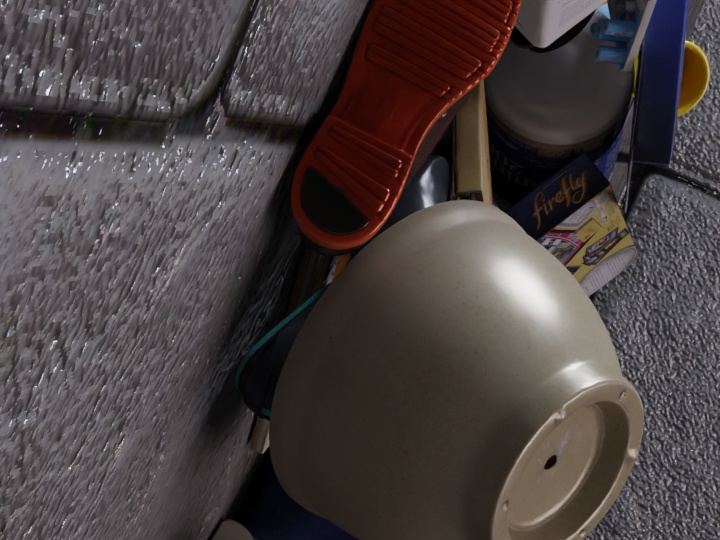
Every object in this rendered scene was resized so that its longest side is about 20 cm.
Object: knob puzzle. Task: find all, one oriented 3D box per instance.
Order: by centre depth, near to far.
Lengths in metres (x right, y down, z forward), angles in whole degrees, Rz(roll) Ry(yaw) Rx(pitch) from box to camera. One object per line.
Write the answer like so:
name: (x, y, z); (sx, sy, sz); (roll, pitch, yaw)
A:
knob puzzle: (0.000, 0.000, 1.376); (0.220, 0.030, 0.221); (24, 90, -81)

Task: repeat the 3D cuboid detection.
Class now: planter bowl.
planter bowl: (0.068, 0.080, 1.198); (0.200, 0.135, 0.201); (-29, 136, -32)

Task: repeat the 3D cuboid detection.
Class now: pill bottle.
pill bottle: (0.139, -0.107, 1.632); (0.111, 0.110, 0.200); (-62, 170, -19)

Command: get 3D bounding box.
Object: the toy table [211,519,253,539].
toy table: (-0.071, 0.240, 1.312); (0.184, 0.117, 0.201); (-54, 166, -51)

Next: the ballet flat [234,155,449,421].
ballet flat: (0.010, 0.018, 1.262); (0.200, 0.073, 0.073); (-49, 164, -27)

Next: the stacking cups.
stacking cups: (0.194, -0.174, 1.675); (0.061, 0.060, 0.200); (-68, -154, 14)

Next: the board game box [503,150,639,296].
board game box: (0.135, -0.007, 1.629); (0.135, 0.035, 0.200); (-38, 160, 1)

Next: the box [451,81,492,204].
box: (0.074, -0.027, 1.406); (0.200, 0.021, 0.164); (-86, 171, -59)

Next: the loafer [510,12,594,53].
loafer: (0.121, -0.218, 1.436); (0.071, 0.073, 0.200); (-18, 148, -27)

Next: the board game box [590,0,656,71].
board game box: (0.181, -0.271, 1.468); (0.201, 0.026, 0.201); (104, -13, -45)

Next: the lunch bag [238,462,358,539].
lunch bag: (0.030, 0.169, 1.441); (0.136, 0.199, 0.133); (89, 25, -64)

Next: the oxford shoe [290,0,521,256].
oxford shoe: (0.022, -0.097, 1.179); (0.200, 0.071, 0.073); (-55, 177, -11)

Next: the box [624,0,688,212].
box: (0.205, -0.139, 1.514); (0.121, 0.032, 0.201); (-22, 119, -83)

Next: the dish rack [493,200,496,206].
dish rack: (0.079, 0.016, 1.745); (0.200, 0.054, 0.154); (-28, 142, -65)

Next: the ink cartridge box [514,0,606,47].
ink cartridge box: (0.136, -0.237, 1.241); (0.145, 0.083, 0.200); (-37, 163, -13)
